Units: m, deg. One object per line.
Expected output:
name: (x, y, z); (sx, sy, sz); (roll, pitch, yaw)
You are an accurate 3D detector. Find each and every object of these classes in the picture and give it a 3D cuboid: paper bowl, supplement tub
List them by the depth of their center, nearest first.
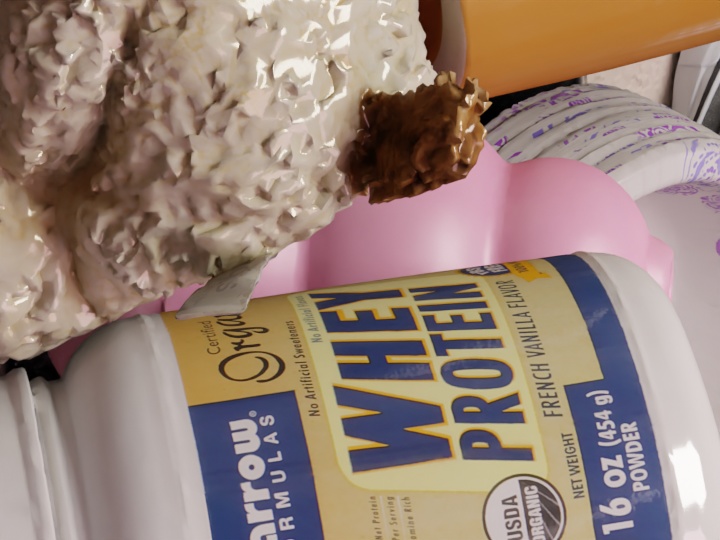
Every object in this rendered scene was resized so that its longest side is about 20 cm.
supplement tub: (-0.007, 0.077, 0.806); (0.199, 0.145, 0.145); (-8, 127, -9)
paper bowl: (0.066, 0.025, 1.086); (0.200, 0.104, 0.202); (-27, 133, -32)

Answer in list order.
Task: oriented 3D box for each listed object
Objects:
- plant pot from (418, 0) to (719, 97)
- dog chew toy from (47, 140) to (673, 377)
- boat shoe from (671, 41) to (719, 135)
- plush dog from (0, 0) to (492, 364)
plant pot: (0.075, -0.145, 0.917); (0.183, 0.200, 0.201); (-27, 134, -17)
dog chew toy: (0.000, 0.000, 0.920); (0.125, 0.199, 0.125); (2, 90, -82)
boat shoe: (0.165, -0.044, 1.172); (0.072, 0.071, 0.201); (-6, 119, -45)
plush dog: (-0.054, -0.091, 0.763); (0.200, 0.160, 0.172); (-37, 106, -31)
